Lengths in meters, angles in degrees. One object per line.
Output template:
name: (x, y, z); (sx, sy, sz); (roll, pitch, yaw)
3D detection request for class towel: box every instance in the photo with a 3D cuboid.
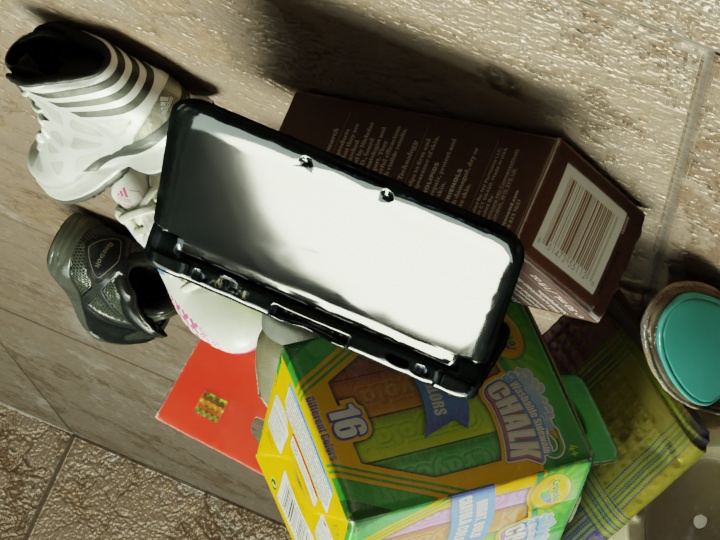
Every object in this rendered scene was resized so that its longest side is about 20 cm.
towel: (0.118, 0.120, 1.626); (0.023, 0.200, 0.144); (27, -157, -46)

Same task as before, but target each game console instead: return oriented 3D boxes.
game console: (-0.005, -0.024, 1.437); (0.199, 0.117, 0.176); (24, -162, 7)

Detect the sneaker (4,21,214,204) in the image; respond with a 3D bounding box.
sneaker: (-0.182, -0.110, 1.659); (0.115, 0.076, 0.200); (39, 155, -22)

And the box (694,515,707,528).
box: (0.294, 0.218, 1.860); (0.109, 0.128, 0.200); (-23, 162, 7)

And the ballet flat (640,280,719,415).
ballet flat: (0.212, 0.053, 1.584); (0.200, 0.068, 0.067); (37, 179, -43)

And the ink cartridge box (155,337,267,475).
ink cartridge box: (-0.017, 0.069, 1.810); (0.200, 0.174, 0.044); (30, 175, -28)

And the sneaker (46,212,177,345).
sneaker: (-0.178, 0.027, 2.177); (0.114, 0.076, 0.200); (26, 164, 21)

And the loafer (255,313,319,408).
loafer: (-0.023, 0.052, 1.659); (0.075, 0.070, 0.200); (24, -170, 18)

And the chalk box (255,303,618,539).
chalk box: (0.056, 0.103, 1.551); (0.199, 0.125, 0.124); (-14, 149, -19)

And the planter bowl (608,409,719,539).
planter bowl: (0.195, 0.153, 1.675); (0.200, 0.201, 0.135); (28, 173, -20)

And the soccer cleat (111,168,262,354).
soccer cleat: (-0.121, -0.021, 1.716); (0.086, 0.070, 0.200); (32, -164, -44)

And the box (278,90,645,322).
box: (0.047, -0.038, 1.484); (0.199, 0.075, 0.100); (15, 166, 43)
